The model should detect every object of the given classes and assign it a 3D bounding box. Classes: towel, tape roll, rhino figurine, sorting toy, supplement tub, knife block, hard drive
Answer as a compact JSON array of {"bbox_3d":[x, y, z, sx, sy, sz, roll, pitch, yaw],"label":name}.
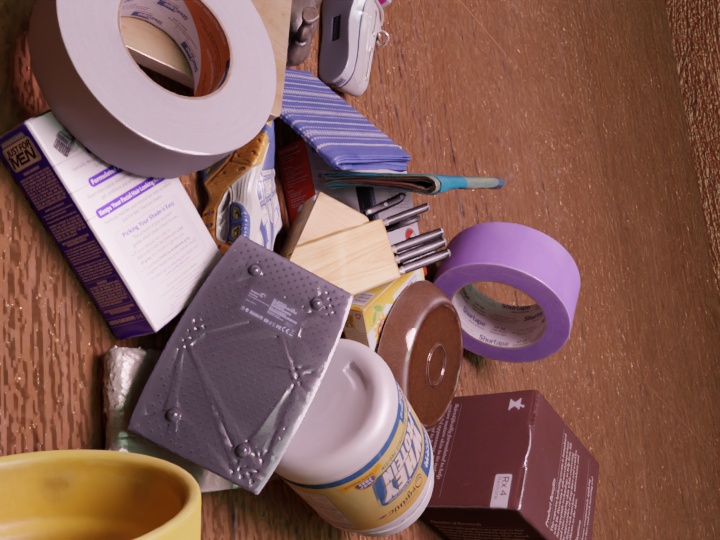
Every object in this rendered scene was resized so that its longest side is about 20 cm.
[{"bbox_3d":[-0.154,0.142,0.695,0.200,0.034,0.133,14,67,-50],"label":"towel"},{"bbox_3d":[-0.171,-0.183,0.631,0.200,0.066,0.201,14,68,-40],"label":"tape roll"},{"bbox_3d":[-0.075,-0.335,0.903,0.060,0.088,0.201,13,62,-8],"label":"rhino figurine"},{"bbox_3d":[-0.173,-0.266,0.748,0.199,0.069,0.200,19,65,-38],"label":"sorting toy"},{"bbox_3d":[-0.008,0.176,0.747,0.200,0.144,0.145,61,37,-48],"label":"supplement tub"},{"bbox_3d":[0.069,-0.103,0.869,0.200,0.146,0.022,-10,105,-58],"label":"towel"},{"bbox_3d":[-0.047,-0.174,0.844,0.200,0.024,0.145,44,31,25],"label":"towel"},{"bbox_3d":[0.000,0.000,0.815,0.175,0.064,0.201,28,73,-17],"label":"knife block"},{"bbox_3d":[0.202,0.034,1.039,0.200,0.199,0.085,53,44,-27],"label":"tape roll"},{"bbox_3d":[-0.101,0.081,0.657,0.134,0.042,0.201,28,64,-4],"label":"hard drive"}]

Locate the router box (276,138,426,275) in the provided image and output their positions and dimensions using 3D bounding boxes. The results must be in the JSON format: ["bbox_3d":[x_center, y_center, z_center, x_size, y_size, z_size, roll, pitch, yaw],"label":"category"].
[{"bbox_3d":[-0.006,-0.068,0.931,0.200,0.049,0.180,-9,86,-52],"label":"router box"}]

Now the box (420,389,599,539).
[{"bbox_3d":[0.197,0.285,0.986,0.200,0.164,0.166,48,47,-31],"label":"box"}]

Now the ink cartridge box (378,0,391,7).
[{"bbox_3d":[0.008,-0.499,1.087,0.119,0.042,0.201,32,54,-43],"label":"ink cartridge box"}]

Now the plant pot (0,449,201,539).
[{"bbox_3d":[-0.207,0.239,0.484,0.200,0.200,0.190,-3,96,-52],"label":"plant pot"}]

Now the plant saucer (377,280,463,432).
[{"bbox_3d":[0.081,0.113,0.904,0.200,0.034,0.201,-14,107,-58],"label":"plant saucer"}]

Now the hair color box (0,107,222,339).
[{"bbox_3d":[-0.213,-0.052,0.655,0.109,0.065,0.201,-45,116,-47],"label":"hair color box"}]

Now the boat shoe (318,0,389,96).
[{"bbox_3d":[0.001,-0.329,0.997,0.086,0.074,0.203,22,67,-48],"label":"boat shoe"}]

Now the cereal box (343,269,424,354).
[{"bbox_3d":[0.041,0.100,0.907,0.144,0.039,0.201,-40,129,-49],"label":"cereal box"}]

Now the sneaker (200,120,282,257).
[{"bbox_3d":[-0.122,-0.078,0.787,0.088,0.075,0.201,45,48,-57],"label":"sneaker"}]
